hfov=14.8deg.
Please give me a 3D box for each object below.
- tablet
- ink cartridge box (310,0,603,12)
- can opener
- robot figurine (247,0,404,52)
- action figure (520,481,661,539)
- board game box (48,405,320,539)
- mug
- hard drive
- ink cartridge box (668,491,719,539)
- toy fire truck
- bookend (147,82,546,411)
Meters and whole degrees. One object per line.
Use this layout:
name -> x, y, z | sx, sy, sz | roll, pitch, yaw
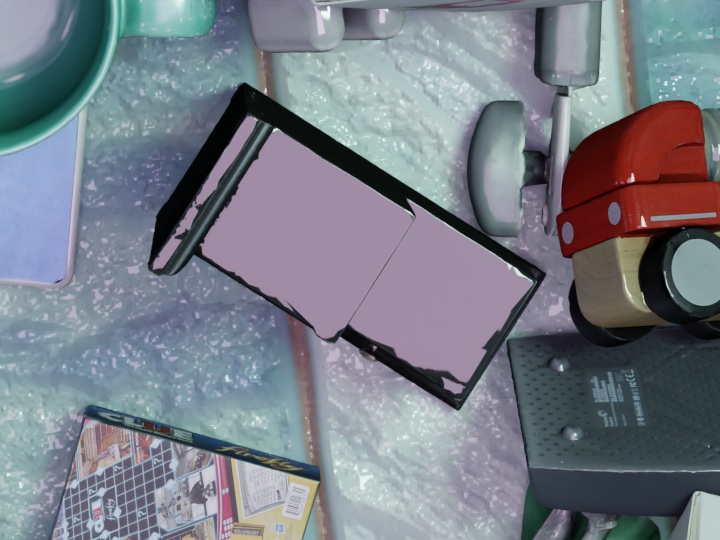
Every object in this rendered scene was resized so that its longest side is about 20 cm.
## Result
tablet -> -0.211, -0.093, 1.491 | 0.130, 0.014, 0.200 | 5, 100, -3
ink cartridge box -> 0.048, -0.202, 1.357 | 0.085, 0.200, 0.145 | -3, 92, 25
can opener -> 0.093, -0.116, 1.478 | 0.067, 0.053, 0.200 | 1, 99, -3
robot figurine -> -0.029, -0.214, 1.426 | 0.169, 0.113, 0.200 | -15, 103, -40
action figure -> 0.084, 0.200, 1.514 | 0.055, 0.118, 0.200 | 14, 112, -28
board game box -> -0.113, 0.187, 1.531 | 0.135, 0.035, 0.200 | 16, 99, -5
mug -> -0.184, -0.130, 1.421 | 0.185, 0.114, 0.152 | 33, 97, -8
hard drive -> 0.181, 0.080, 1.478 | 0.200, 0.135, 0.042 | -1, 122, -3
ink cartridge box -> 0.212, 0.216, 1.469 | 0.144, 0.084, 0.200 | 14, 140, -4
toy fire truck -> 0.196, -0.072, 1.449 | 0.176, 0.129, 0.200 | -3, 80, -27
bookend -> 0.000, 0.000, 1.420 | 0.200, 0.199, 0.092 | 32, 95, -8
